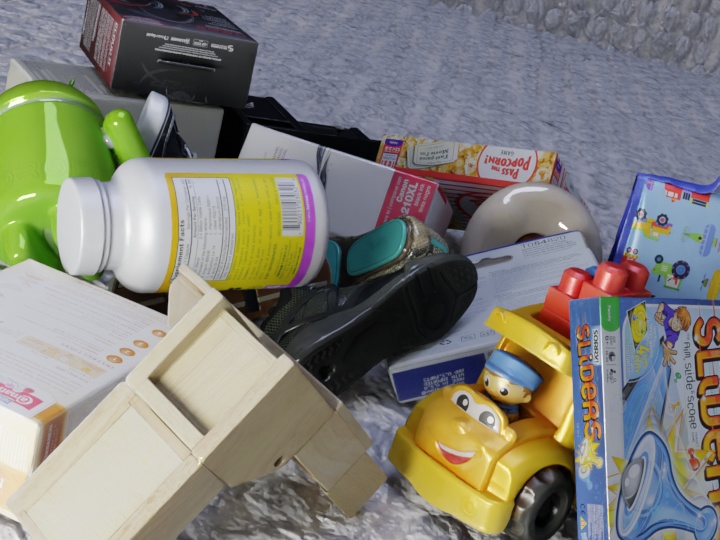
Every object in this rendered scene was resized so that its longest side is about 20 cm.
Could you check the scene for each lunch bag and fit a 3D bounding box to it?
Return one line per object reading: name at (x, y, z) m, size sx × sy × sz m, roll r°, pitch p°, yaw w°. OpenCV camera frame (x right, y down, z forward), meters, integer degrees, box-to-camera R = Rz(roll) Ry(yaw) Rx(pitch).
lunch bag at (0.312, 0.004, 1.272) m, size 0.149 × 0.202 × 0.094 m, roll 16°, pitch 21°, yaw 3°

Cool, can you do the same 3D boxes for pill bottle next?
pill bottle at (-0.131, -0.036, 1.041) m, size 0.198 × 0.105 × 0.104 m, roll -1°, pitch 25°, yaw -27°

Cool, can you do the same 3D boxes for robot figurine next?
robot figurine at (-0.268, -0.079, 1.143) m, size 0.174 × 0.116 × 0.201 m, roll -21°, pitch 55°, yaw 7°

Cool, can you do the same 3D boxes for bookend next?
bookend at (-0.080, -0.147, 1.550) m, size 0.198 × 0.093 × 0.199 m, roll 6°, pitch 22°, yaw -25°

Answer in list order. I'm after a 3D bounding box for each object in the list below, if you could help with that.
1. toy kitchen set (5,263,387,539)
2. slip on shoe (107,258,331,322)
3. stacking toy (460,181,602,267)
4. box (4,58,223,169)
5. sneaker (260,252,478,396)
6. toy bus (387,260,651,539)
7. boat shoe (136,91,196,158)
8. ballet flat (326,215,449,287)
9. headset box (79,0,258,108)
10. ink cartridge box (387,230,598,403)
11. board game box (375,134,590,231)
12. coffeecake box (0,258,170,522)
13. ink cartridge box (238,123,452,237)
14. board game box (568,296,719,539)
toy kitchen set at (-0.118, 0.112, 0.863) m, size 0.163 × 0.181 × 0.200 m, roll 39°, pitch -10°, yaw 31°
slip on shoe at (-0.123, 0.014, 1.133) m, size 0.198 × 0.077 × 0.060 m, roll -12°, pitch 5°, yaw -28°
stacking toy at (0.155, -0.019, 1.383) m, size 0.144 × 0.148 × 0.200 m, roll 11°, pitch 3°, yaw -10°
box at (-0.263, -0.144, 1.393) m, size 0.198 × 0.110 × 0.128 m, roll 3°, pitch 22°, yaw -31°
sneaker at (-0.001, 0.031, 1.103) m, size 0.198 × 0.077 × 0.114 m, roll -31°, pitch 34°, yaw -21°
toy bus at (0.138, 0.081, 0.971) m, size 0.199 × 0.194 × 0.135 m, roll -7°, pitch 31°, yaw -42°
boat shoe at (-0.187, -0.101, 1.270) m, size 0.067 × 0.200 × 0.072 m, roll 17°, pitch 62°, yaw -6°
ballet flat at (0.000, 0.000, 1.202) m, size 0.075 × 0.069 × 0.199 m, roll 24°, pitch -27°, yaw -39°
headset box at (-0.202, -0.235, 1.403) m, size 0.147 × 0.076 × 0.200 m, roll 6°, pitch 20°, yaw -24°
ink cartridge box at (0.119, 0.037, 1.170) m, size 0.197 × 0.041 × 0.200 m, roll -13°, pitch 22°, yaw 6°
board game box at (0.133, -0.087, 1.440) m, size 0.198 × 0.047 × 0.151 m, roll 9°, pitch -17°, yaw 27°
coffeecake box at (-0.228, 0.072, 0.906) m, size 0.152 × 0.074 × 0.200 m, roll 21°, pitch 21°, yaw 16°
ink cartridge box at (-0.019, -0.066, 1.330) m, size 0.198 × 0.085 × 0.145 m, roll 19°, pitch -5°, yaw 12°
board game box at (0.208, 0.121, 0.917) m, size 0.134 × 0.203 × 0.034 m, roll 1°, pitch -6°, yaw -31°
